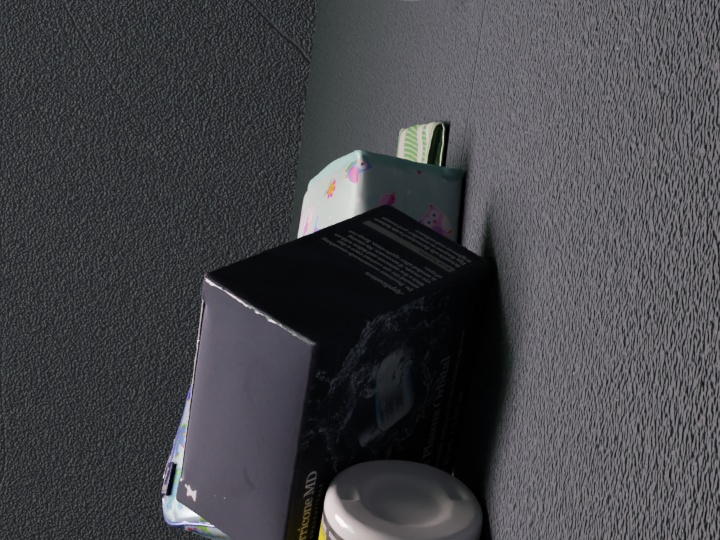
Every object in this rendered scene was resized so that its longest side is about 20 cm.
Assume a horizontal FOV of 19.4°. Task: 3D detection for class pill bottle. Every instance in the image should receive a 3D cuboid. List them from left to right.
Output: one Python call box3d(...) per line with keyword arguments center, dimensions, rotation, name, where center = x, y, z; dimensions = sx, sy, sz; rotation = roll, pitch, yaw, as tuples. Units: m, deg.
box3d(center=(0.018, 0.247, 1.507), dimensions=(0.114, 0.114, 0.201), rotation=(-96, 13, -64), name="pill bottle")

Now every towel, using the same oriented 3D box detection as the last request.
box3d(center=(0.049, -0.062, 1.965), dimensions=(0.200, 0.023, 0.153), rotation=(-146, 63, -84), name="towel")

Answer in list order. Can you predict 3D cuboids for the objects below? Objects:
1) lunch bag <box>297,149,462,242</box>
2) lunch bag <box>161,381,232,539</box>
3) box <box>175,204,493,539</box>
box3d(center=(0.000, 0.000, 1.796), dimensions=(0.200, 0.121, 0.171), rotation=(160, 117, -66), name="lunch bag")
box3d(center=(-0.073, 0.160, 1.822), dimensions=(0.082, 0.199, 0.161), rotation=(33, -114, -48), name="lunch bag")
box3d(center=(-0.019, 0.083, 1.549), dimensions=(0.200, 0.117, 0.197), rotation=(-22, -48, -43), name="box")
